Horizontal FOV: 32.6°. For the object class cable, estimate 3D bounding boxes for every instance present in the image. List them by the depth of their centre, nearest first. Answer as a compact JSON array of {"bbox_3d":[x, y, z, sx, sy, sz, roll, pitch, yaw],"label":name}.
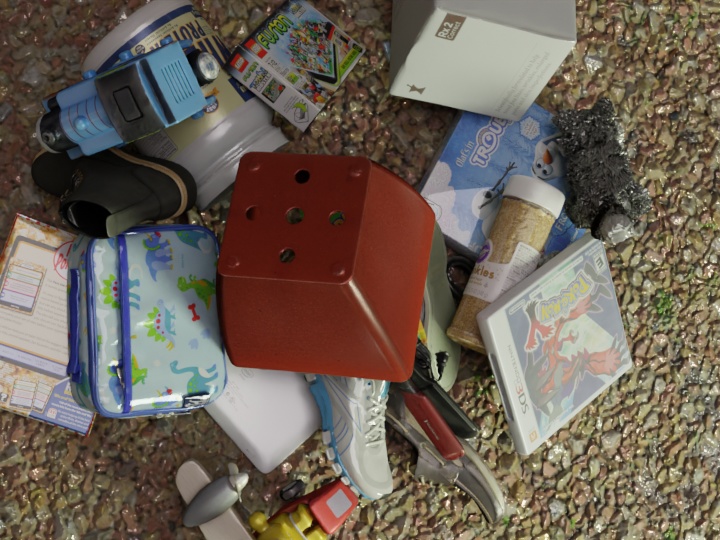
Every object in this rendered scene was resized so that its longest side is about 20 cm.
[{"bbox_3d":[0.170,0.063,1.431,0.097,0.050,0.200,-27,92,-17],"label":"cable"}]

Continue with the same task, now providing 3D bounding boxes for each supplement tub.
[{"bbox_3d":[-0.186,-0.178,1.327,0.145,0.145,0.200,-40,93,-15],"label":"supplement tub"}]

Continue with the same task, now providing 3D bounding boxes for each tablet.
[{"bbox_3d":[-0.124,0.111,1.374,0.130,0.014,0.200,-42,94,-15],"label":"tablet"}]

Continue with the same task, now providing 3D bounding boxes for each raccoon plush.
[{"bbox_3d":[0.276,-0.118,1.371,0.097,0.200,0.134,-16,102,-3],"label":"raccoon plush"}]

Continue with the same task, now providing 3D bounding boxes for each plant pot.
[{"bbox_3d":[-0.045,-0.018,1.239,0.199,0.176,0.200,4,67,14],"label":"plant pot"}]

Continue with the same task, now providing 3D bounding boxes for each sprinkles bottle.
[{"bbox_3d":[0.164,-0.005,1.387,0.068,0.068,0.200,24,84,-10],"label":"sprinkles bottle"}]

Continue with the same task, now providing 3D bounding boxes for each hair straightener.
[{"bbox_3d":[0.060,0.107,1.332,0.200,0.041,0.077,50,49,-5],"label":"hair straightener"}]

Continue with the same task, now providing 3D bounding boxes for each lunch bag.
[{"bbox_3d":[-0.224,0.052,1.280,0.161,0.082,0.200,-1,91,-34],"label":"lunch bag"}]

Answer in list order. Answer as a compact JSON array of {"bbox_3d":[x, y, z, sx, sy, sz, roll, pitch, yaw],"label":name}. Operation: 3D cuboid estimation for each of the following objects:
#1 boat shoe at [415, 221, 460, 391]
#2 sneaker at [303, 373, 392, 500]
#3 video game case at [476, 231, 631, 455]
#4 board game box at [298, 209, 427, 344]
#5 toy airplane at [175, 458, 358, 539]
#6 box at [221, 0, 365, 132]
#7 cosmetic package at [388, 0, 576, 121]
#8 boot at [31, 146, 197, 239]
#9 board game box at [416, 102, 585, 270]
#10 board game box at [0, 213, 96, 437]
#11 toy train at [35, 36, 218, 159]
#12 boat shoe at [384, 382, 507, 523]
[{"bbox_3d":[0.068,0.040,1.406,0.072,0.060,0.202,-17,102,-56],"label":"boat shoe"},{"bbox_3d":[0.001,0.149,1.338,0.075,0.087,0.200,-4,70,-58],"label":"sneaker"},{"bbox_3d":[0.225,0.081,1.394,0.200,0.023,0.183,-34,118,-32],"label":"video game case"},{"bbox_3d":[0.000,0.000,1.382,0.095,0.030,0.200,-20,90,30],"label":"board game box"},{"bbox_3d":[-0.107,0.305,1.287,0.200,0.141,0.200,11,81,-12],"label":"toy airplane"},{"bbox_3d":[-0.068,-0.232,1.352,0.110,0.200,0.035,38,121,-7],"label":"box"},{"bbox_3d":[0.134,-0.305,1.384,0.165,0.165,0.200,10,63,-13],"label":"cosmetic package"},{"bbox_3d":[-0.287,-0.083,1.254,0.200,0.138,0.078,7,112,27],"label":"boot"},{"bbox_3d":[0.181,-0.098,1.458,0.199,0.043,0.200,30,77,-8],"label":"board game box"},{"bbox_3d":[-0.328,0.059,1.313,0.151,0.046,0.200,21,79,-10],"label":"board game box"},{"bbox_3d":[-0.231,-0.164,1.198,0.114,0.200,0.087,-43,114,-55],"label":"toy train"},{"bbox_3d":[0.085,0.208,1.389,0.073,0.075,0.200,-37,84,-6],"label":"boat shoe"}]
